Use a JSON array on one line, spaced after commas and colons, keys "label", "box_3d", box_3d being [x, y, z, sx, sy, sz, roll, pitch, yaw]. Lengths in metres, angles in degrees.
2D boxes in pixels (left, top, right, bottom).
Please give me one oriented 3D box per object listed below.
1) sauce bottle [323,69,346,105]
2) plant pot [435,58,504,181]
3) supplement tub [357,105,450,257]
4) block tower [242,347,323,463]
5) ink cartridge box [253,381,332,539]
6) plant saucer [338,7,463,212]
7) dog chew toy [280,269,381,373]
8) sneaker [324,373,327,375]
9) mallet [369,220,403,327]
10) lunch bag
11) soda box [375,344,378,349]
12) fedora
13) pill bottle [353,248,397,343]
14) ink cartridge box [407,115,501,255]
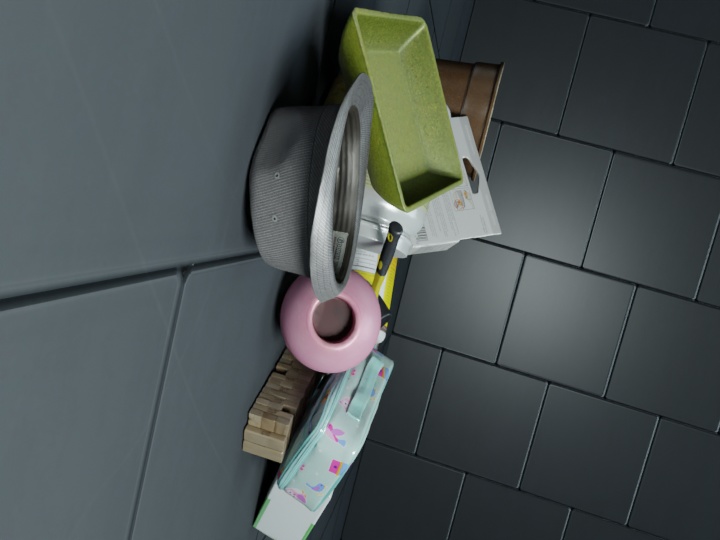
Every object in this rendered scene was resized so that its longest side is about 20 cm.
[{"label": "sauce bottle", "box_3d": [-0.027, -0.139, 0.738, 0.065, 0.063, 0.205, 91, 15, -61]}, {"label": "plant pot", "box_3d": [0.134, -0.281, 1.156, 0.200, 0.192, 0.207, 15, 90, -81]}, {"label": "supplement tub", "box_3d": [0.032, -0.134, 0.880, 0.145, 0.140, 0.206, 51, 55, -80]}, {"label": "block tower", "box_3d": [-0.090, 0.154, 0.865, 0.201, 0.056, 0.055, -66, 169, -57]}, {"label": "ink cartridge box", "box_3d": [-0.077, 0.298, 1.024, 0.148, 0.082, 0.201, -63, 180, 32]}, {"label": "plant saucer", "box_3d": [0.043, -0.177, 0.739, 0.199, 0.047, 0.206, -30, 108, -59]}, {"label": "dog chew toy", "box_3d": [-0.040, 0.059, 0.833, 0.200, 0.121, 0.129, 157, -51, -83]}, {"label": "sneaker", "box_3d": [-0.049, 0.134, 1.109, 0.202, 0.072, 0.118, 78, 32, -59]}, {"label": "mallet", "box_3d": [0.019, -0.002, 0.844, 0.040, 0.066, 0.203, -27, 149, -26]}, {"label": "lunch bag", "box_3d": [-0.030, 0.189, 0.856, 0.163, 0.076, 0.201, -61, -179, 34]}, {"label": "soda box", "box_3d": [0.018, 0.132, 1.548, 0.064, 0.066, 0.207, -7, 110, -81]}, {"label": "fedora", "box_3d": [-0.048, -0.079, 0.604, 0.177, 0.087, 0.207, -54, 151, -73]}, {"label": "pill bottle", "box_3d": [0.000, 0.000, 0.994, 0.109, 0.105, 0.207, 70, 29, -77]}, {"label": "ink cartridge box", "box_3d": [0.113, -0.134, 1.009, 0.045, 0.171, 0.206, -33, -112, 57]}]
